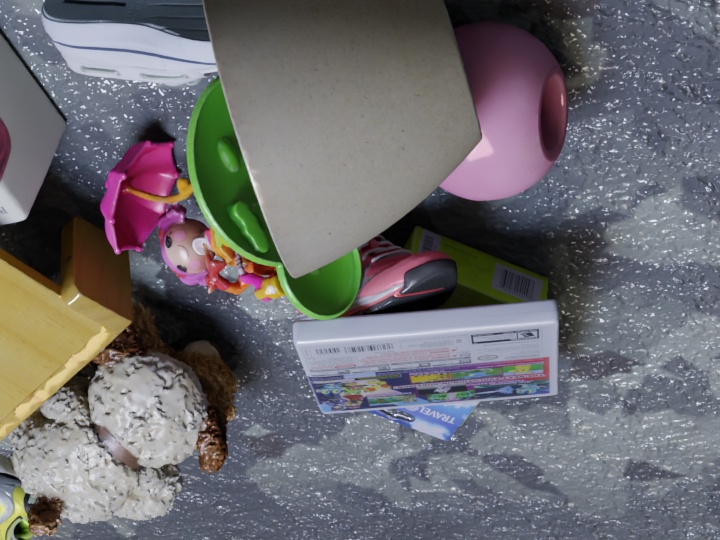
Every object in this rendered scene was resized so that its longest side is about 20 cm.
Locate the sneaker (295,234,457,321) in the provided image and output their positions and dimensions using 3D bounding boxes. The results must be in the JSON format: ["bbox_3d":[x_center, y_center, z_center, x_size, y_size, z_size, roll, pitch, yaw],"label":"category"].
[{"bbox_3d":[0.000,0.000,1.466,0.074,0.087,0.200,-7,172,-34],"label":"sneaker"}]

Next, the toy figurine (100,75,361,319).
[{"bbox_3d":[-0.115,-0.042,1.438,0.184,0.150,0.200,-13,111,46],"label":"toy figurine"}]

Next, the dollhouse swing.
[{"bbox_3d":[-0.316,0.030,1.508,0.200,0.182,0.176,-41,118,15],"label":"dollhouse swing"}]

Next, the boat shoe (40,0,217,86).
[{"bbox_3d":[-0.132,-0.168,1.350,0.199,0.074,0.067,11,143,24],"label":"boat shoe"}]

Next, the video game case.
[{"bbox_3d":[0.056,0.070,1.471,0.199,0.023,0.182,-5,158,4],"label":"video game case"}]

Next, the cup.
[{"bbox_3d":[-0.004,-0.112,1.193,0.143,0.201,0.201,-17,135,3],"label":"cup"}]

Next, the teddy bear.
[{"bbox_3d":[-0.200,0.081,1.673,0.199,0.067,0.145,-3,128,29],"label":"teddy bear"}]

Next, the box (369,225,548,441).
[{"bbox_3d":[0.062,0.057,1.565,0.122,0.048,0.200,22,139,-8],"label":"box"}]

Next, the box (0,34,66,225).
[{"bbox_3d":[-0.338,-0.132,1.418,0.128,0.109,0.200,-10,134,26],"label":"box"}]

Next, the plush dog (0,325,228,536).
[{"bbox_3d":[-0.208,0.134,1.590,0.172,0.161,0.200,-41,103,20],"label":"plush dog"}]

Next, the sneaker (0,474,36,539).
[{"bbox_3d":[-0.379,0.283,1.944,0.076,0.076,0.200,17,142,-2],"label":"sneaker"}]

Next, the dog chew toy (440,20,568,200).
[{"bbox_3d":[0.042,-0.115,1.321,0.199,0.125,0.125,5,140,24],"label":"dog chew toy"}]
